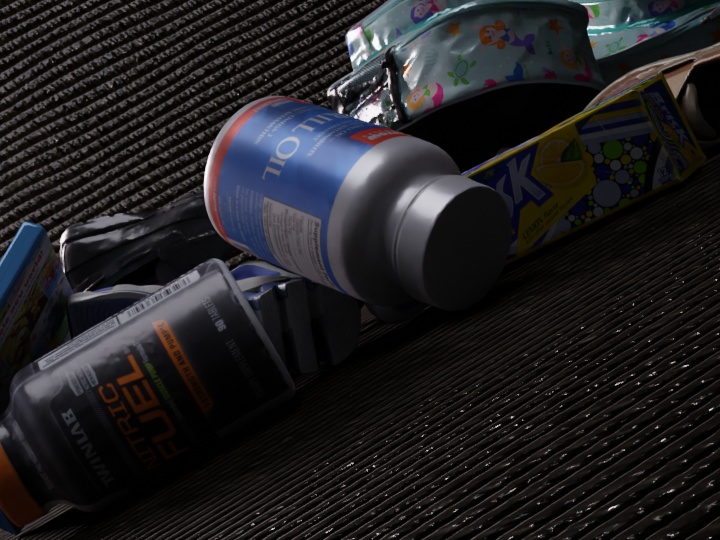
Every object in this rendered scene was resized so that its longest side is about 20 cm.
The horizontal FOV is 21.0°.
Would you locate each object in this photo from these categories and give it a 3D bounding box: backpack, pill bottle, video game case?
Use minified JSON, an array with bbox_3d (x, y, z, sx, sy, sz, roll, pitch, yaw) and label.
[{"bbox_3d":[0.092,-0.153,1.539,0.177,0.151,0.200,0,-14,-36],"label":"backpack"},{"bbox_3d":[0.000,-0.041,1.270,0.200,0.112,0.112,21,41,41],"label":"pill bottle"},{"bbox_3d":[-0.230,0.077,1.317,0.200,0.018,0.143,80,-148,-59],"label":"video game case"},{"bbox_3d":[0.252,-0.194,1.637,0.200,0.151,0.177,-36,21,-22],"label":"backpack"},{"bbox_3d":[-0.150,0.085,1.241,0.200,0.106,0.106,-31,4,-4],"label":"pill bottle"}]

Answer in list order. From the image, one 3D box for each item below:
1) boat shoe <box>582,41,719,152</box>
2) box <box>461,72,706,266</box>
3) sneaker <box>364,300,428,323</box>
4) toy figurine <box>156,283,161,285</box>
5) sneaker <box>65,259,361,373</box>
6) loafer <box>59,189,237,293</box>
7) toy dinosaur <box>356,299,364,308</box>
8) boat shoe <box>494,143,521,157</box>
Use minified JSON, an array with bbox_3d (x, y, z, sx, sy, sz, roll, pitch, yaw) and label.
[{"bbox_3d":[0.225,-0.114,1.341,0.200,0.076,0.072,-29,5,22],"label":"boat shoe"},{"bbox_3d":[0.126,-0.056,1.310,0.200,0.070,0.064,-27,2,30],"label":"box"},{"bbox_3d":[-0.002,-0.017,1.402,0.100,0.075,0.200,-31,33,13],"label":"sneaker"},{"bbox_3d":[-0.210,0.051,1.502,0.184,0.150,0.200,-51,28,-3],"label":"toy figurine"},{"bbox_3d":[-0.103,0.040,1.355,0.199,0.081,0.115,-5,7,-5],"label":"sneaker"},{"bbox_3d":[-0.129,-0.015,1.422,0.200,0.071,0.068,-14,-14,22],"label":"loafer"},{"bbox_3d":[0.000,0.000,1.479,0.200,0.077,0.102,-26,-9,-8],"label":"toy dinosaur"},{"bbox_3d":[0.125,-0.065,1.471,0.200,0.065,0.074,-26,5,39],"label":"boat shoe"}]
